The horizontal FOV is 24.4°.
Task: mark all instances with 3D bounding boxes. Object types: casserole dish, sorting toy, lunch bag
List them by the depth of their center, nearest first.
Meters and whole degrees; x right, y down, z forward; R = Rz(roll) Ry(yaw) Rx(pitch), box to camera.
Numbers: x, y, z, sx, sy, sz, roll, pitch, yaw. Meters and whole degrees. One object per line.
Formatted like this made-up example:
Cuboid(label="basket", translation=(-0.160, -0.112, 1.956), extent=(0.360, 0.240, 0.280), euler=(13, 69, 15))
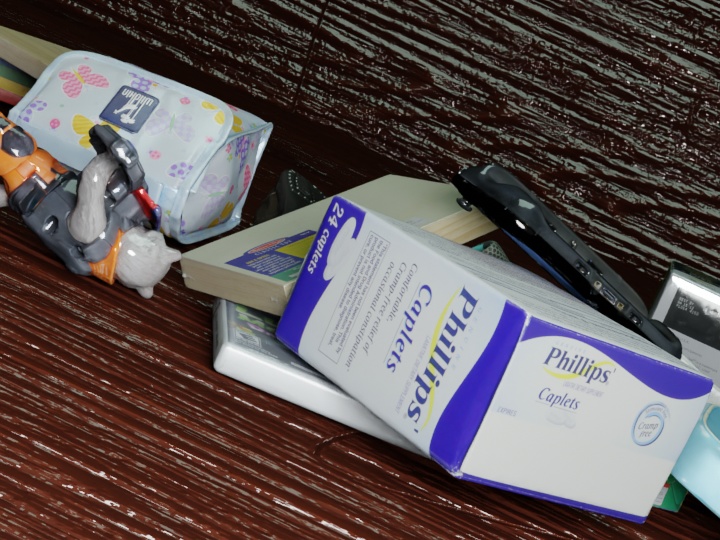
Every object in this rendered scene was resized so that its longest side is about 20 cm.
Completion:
Cuboid(label="casserole dish", translation=(0.289, 0.161, 1.171), extent=(0.200, 0.039, 0.121), euler=(41, 18, 9))
Cuboid(label="lunch bag", translation=(-0.184, -0.105, 1.398), extent=(0.169, 0.128, 0.200), euler=(23, 15, 11))
Cuboid(label="sorting toy", translation=(-0.299, -0.180, 1.723), extent=(0.200, 0.070, 0.198), euler=(31, 11, 38))

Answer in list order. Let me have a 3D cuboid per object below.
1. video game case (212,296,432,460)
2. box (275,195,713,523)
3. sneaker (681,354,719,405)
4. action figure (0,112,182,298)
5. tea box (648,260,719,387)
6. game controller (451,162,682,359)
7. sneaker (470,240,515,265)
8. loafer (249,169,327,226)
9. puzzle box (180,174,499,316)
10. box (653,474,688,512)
Cuboid(label="video game case", translation=(-0.006, 0.073, 1.122), extent=(0.199, 0.023, 0.182), euler=(23, 8, -9))
Cuboid(label="box", translation=(0.081, 0.055, 1.039), extent=(0.183, 0.105, 0.200), euler=(19, 9, -41))
Cuboid(label="sneaker", translation=(0.257, 0.135, 1.308), extent=(0.200, 0.071, 0.099), euler=(48, -21, 10))
Cuboid(label="action figure", translation=(-0.210, -0.044, 1.153), extent=(0.193, 0.105, 0.200), euler=(33, -16, 9))
Cuboid(label="tea box", translation=(0.382, 0.093, 1.709), extent=(0.199, 0.134, 0.197), euler=(25, 9, 9))
Cuboid(label="game controller", translation=(0.143, 0.001, 1.134), extent=(0.200, 0.042, 0.104), euler=(39, 11, -30))
Cuboid(label="sneaker", translation=(0.101, 0.025, 1.212), extent=(0.199, 0.092, 0.078), euler=(8, 15, -11))
Cuboid(label="loafer", translation=(-0.058, -0.009, 1.360), extent=(0.073, 0.071, 0.200), euler=(37, 20, -16))
Cuboid(label="puzzle box", translation=(-0.012, -0.021, 1.177), extent=(0.199, 0.026, 0.133), euler=(-23, 23, -32))
Cuboid(label="box", translation=(0.147, 0.108, 1.253), extent=(0.117, 0.049, 0.200), euler=(18, 13, -35))
